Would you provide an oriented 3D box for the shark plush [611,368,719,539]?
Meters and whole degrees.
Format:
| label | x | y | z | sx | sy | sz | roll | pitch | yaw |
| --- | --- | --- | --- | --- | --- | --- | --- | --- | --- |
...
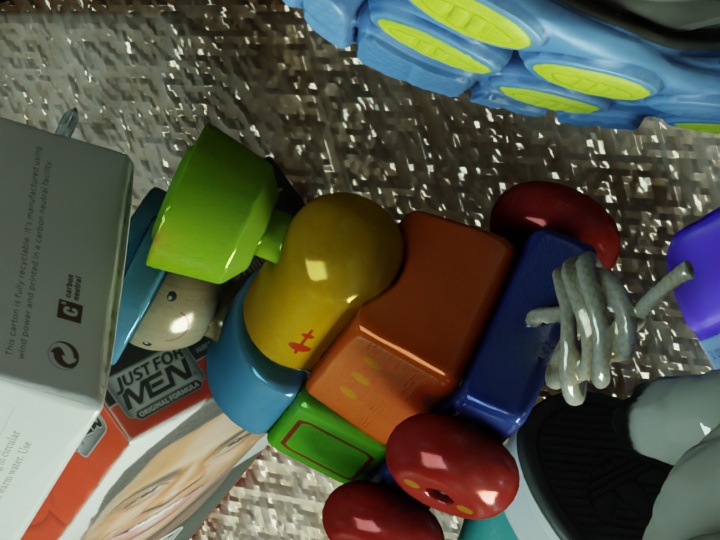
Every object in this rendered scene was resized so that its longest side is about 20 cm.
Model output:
| label | x | y | z | sx | sy | sz | roll | pitch | yaw |
| --- | --- | --- | --- | --- | --- | --- | --- | --- | --- |
| shark plush | 0.131 | 0.045 | 0.608 | 0.200 | 0.091 | 0.083 | -32 | 109 | 15 |

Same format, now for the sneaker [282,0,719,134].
| label | x | y | z | sx | sy | sz | roll | pitch | yaw |
| --- | --- | --- | --- | --- | --- | --- | --- | --- | --- |
| sneaker | 0.066 | -0.071 | 0.582 | 0.071 | 0.199 | 0.083 | 171 | 103 | -67 |

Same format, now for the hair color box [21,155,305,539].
| label | x | y | z | sx | sy | sz | roll | pitch | yaw |
| --- | --- | --- | --- | --- | --- | --- | --- | --- | --- |
| hair color box | -0.083 | 0.055 | 0.902 | 0.061 | 0.101 | 0.200 | 53 | 143 | 12 |

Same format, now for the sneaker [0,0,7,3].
| label | x | y | z | sx | sy | sz | roll | pitch | yaw |
| --- | --- | --- | --- | --- | --- | --- | --- | --- | --- |
| sneaker | -0.178 | -0.125 | 0.827 | 0.077 | 0.202 | 0.147 | -14 | 100 | 23 |

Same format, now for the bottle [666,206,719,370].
| label | x | y | z | sx | sy | sz | roll | pitch | yaw |
| --- | --- | --- | --- | --- | --- | --- | --- | --- | --- |
| bottle | 0.149 | 0.061 | 0.660 | 0.083 | 0.065 | 0.200 | -30 | 89 | 47 |

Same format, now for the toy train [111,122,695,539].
| label | x | y | z | sx | sy | sz | roll | pitch | yaw |
| --- | --- | --- | --- | --- | --- | --- | --- | --- | --- |
| toy train | 0.000 | 0.000 | 0.715 | 0.115 | 0.085 | 0.200 | 27 | 158 | -4 |

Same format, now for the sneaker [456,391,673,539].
| label | x | y | z | sx | sy | sz | roll | pitch | yaw |
| --- | --- | --- | --- | --- | --- | --- | --- | --- | --- |
| sneaker | 0.080 | 0.144 | 0.778 | 0.200 | 0.083 | 0.121 | 56 | 139 | 20 |

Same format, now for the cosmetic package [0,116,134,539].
| label | x | y | z | sx | sy | sz | roll | pitch | yaw |
| --- | --- | --- | --- | --- | --- | --- | --- | --- | --- |
| cosmetic package | -0.168 | 0.004 | 0.723 | 0.199 | 0.085 | 0.108 | 18 | 141 | -17 |

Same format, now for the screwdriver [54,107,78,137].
| label | x | y | z | sx | sy | sz | roll | pitch | yaw |
| --- | --- | --- | --- | --- | --- | --- | --- | --- | --- |
| screwdriver | -0.118 | 0.004 | 0.973 | 0.029 | 0.028 | 0.200 | 30 | 142 | -9 |
